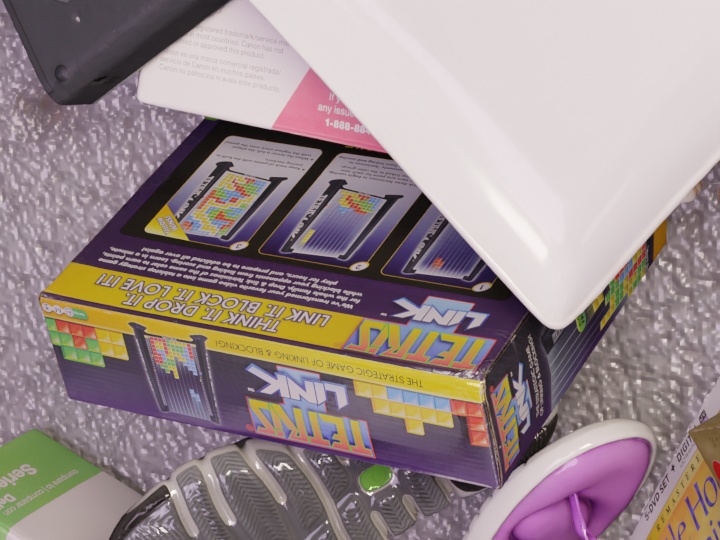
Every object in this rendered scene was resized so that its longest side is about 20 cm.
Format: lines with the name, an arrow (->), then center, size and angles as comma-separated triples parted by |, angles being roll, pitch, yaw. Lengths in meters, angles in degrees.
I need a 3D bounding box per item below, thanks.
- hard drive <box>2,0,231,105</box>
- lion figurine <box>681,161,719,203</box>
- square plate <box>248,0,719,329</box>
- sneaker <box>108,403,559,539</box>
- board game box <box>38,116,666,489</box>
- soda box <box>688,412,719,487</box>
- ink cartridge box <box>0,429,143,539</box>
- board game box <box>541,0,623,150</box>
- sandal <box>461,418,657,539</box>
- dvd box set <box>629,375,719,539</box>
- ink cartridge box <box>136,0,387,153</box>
hard drive -> -0.072, -0.174, 1.010 | 0.200, 0.033, 0.140 | -33, 76, 31
lion figurine -> 0.177, -0.075, 0.954 | 0.199, 0.073, 0.123 | -13, 125, 3
square plate -> 0.063, -0.114, 0.903 | 0.200, 0.028, 0.198 | 48, 123, 10
sneaker -> -0.010, 0.080, 1.110 | 0.199, 0.116, 0.075 | -24, 102, 5
board game box -> 0.000, 0.000, 1.052 | 0.199, 0.165, 0.057 | 10, 131, 28
soda box -> 0.221, 0.033, 0.925 | 0.200, 0.068, 0.064 | -30, 88, -9
ink cartridge box -> -0.116, 0.192, 1.229 | 0.200, 0.084, 0.146 | 30, 117, 20
board game box -> 0.107, -0.157, 0.961 | 0.034, 0.135, 0.201 | 13, 114, -1
sandal -> 0.073, 0.134, 1.103 | 0.050, 0.082, 0.203 | 58, 138, 25
dvd box set -> 0.160, 0.149, 0.997 | 0.147, 0.029, 0.201 | 112, 151, -44
ink cartridge box -> 0.001, -0.154, 1.035 | 0.146, 0.083, 0.201 | 13, 101, 31
